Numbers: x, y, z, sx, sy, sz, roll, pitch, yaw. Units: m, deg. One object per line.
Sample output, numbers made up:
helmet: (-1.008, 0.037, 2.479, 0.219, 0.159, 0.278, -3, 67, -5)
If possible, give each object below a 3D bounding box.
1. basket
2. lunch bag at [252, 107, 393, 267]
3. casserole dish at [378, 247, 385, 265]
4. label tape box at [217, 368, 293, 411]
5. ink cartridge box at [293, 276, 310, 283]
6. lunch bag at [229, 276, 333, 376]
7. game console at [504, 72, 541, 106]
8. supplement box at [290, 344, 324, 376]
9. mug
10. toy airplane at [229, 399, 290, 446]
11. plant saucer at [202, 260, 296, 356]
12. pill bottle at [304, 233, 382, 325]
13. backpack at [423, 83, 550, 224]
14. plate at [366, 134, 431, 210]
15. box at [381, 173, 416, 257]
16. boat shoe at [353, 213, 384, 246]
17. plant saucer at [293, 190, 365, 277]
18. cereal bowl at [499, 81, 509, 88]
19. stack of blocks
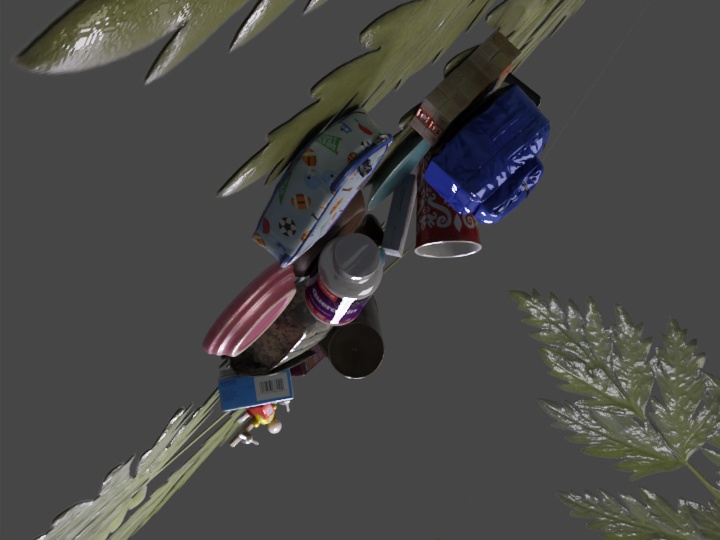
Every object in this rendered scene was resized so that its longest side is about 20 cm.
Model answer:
basket: (-0.018, 0.134, 1.805, 0.200, 0.134, 0.183, -121, -138, -78)
lunch bag: (-0.042, -0.105, 1.088, 0.200, 0.075, 0.160, -49, 177, 34)
casserole dish: (0.000, 0.000, 1.797, 0.120, 0.039, 0.200, -33, 179, 5)
label tape box: (-0.213, 0.223, 1.781, 0.141, 0.067, 0.200, -9, -175, -7)
ink cartridge box: (-0.114, 0.036, 1.825, 0.162, 0.057, 0.202, -44, 153, -31)
lunch bag: (-0.143, 0.122, 1.681, 0.200, 0.118, 0.163, -48, 165, 31)
game console: (0.251, -0.300, 1.777, 0.201, 0.116, 0.176, -50, 174, 23)
supplement box: (-0.140, 0.164, 1.976, 0.109, 0.087, 0.200, -7, -167, 24)
mug: (0.155, -0.135, 1.762, 0.132, 0.204, 0.176, 6, 166, -35)
toy airplane: (-0.301, 0.444, 2.696, 0.200, 0.141, 0.199, -49, 175, 20)
plant saucer: (-0.173, 0.070, 1.446, 0.201, 0.051, 0.201, -46, 175, -6)
pill bottle: (-0.028, 0.013, 1.504, 0.112, 0.112, 0.200, -44, 174, -25)
backpack: (0.223, -0.190, 1.456, 0.200, 0.168, 0.162, -46, -178, -7)
plate: (0.072, -0.192, 1.631, 0.200, 0.026, 0.200, -47, 176, -5)
box: (0.082, -0.113, 1.844, 0.200, 0.040, 0.159, 41, 62, -86)
boat shoe: (-0.002, -0.065, 1.798, 0.064, 0.074, 0.200, -27, -177, 20)
plant saucer: (-0.056, -0.057, 1.557, 0.200, 0.034, 0.200, -46, 175, -5)
cereal bowl: (0.207, -0.263, 1.615, 0.200, 0.083, 0.202, -45, -151, 34)
stack of blocks: (0.171, -0.295, 1.472, 0.200, 0.059, 0.115, -45, 175, -25)
